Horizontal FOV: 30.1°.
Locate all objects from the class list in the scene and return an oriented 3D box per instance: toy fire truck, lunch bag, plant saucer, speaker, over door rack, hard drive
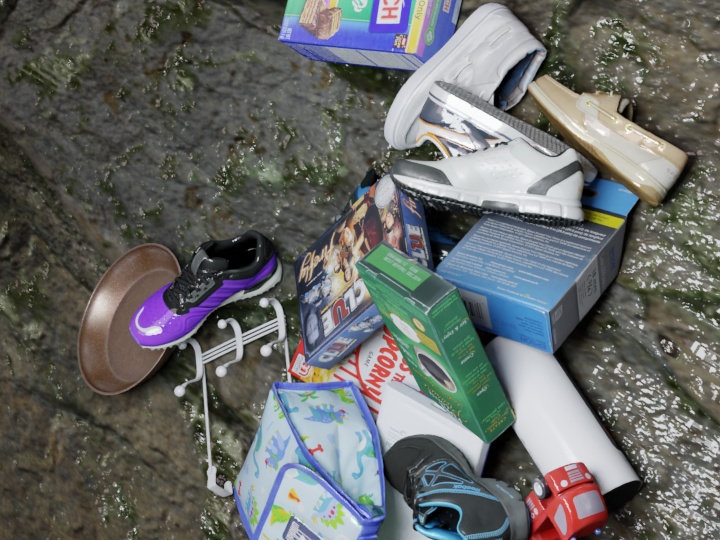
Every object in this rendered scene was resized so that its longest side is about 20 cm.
[{"bbox_3d":[0.190,0.290,1.287,0.141,0.049,0.200,61,146,27],"label":"toy fire truck"},{"bbox_3d":[-0.047,0.243,1.418,0.200,0.127,0.170,60,140,41],"label":"lunch bag"},{"bbox_3d":[-0.280,0.065,1.690,0.200,0.037,0.201,-22,55,35],"label":"plant saucer"},{"bbox_3d":[0.197,0.155,1.351,0.081,0.081,0.200,-42,60,19],"label":"speaker"},{"bbox_3d":[-0.142,0.148,1.583,0.147,0.067,0.201,-26,67,28],"label":"over door rack"},{"bbox_3d":[0.060,0.234,1.419,0.132,0.025,0.201,27,114,34],"label":"hard drive"}]

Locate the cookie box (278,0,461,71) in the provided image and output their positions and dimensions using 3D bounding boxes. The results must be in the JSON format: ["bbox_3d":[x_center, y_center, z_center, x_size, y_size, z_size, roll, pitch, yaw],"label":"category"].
[{"bbox_3d":[0.019,-0.330,1.571,0.199,0.075,0.172,11,86,34],"label":"cookie box"}]

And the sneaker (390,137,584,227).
[{"bbox_3d":[0.130,-0.096,1.356,0.199,0.074,0.080,8,85,4],"label":"sneaker"}]

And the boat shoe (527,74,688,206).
[{"bbox_3d":[0.257,-0.148,1.386,0.069,0.074,0.200,-46,60,3],"label":"boat shoe"}]

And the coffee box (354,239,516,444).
[{"bbox_3d":[0.075,0.071,1.314,0.044,0.200,0.123,-39,40,-14],"label":"coffee box"}]

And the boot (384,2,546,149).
[{"bbox_3d":[0.115,-0.195,1.480,0.200,0.073,0.096,-51,53,14],"label":"boot"}]

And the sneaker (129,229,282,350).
[{"bbox_3d":[-0.189,0.012,1.570,0.200,0.100,0.070,-32,64,-13],"label":"sneaker"}]

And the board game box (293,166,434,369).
[{"bbox_3d":[0.000,0.000,1.435,0.200,0.034,0.136,-43,44,41],"label":"board game box"}]

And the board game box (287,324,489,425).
[{"bbox_3d":[0.030,0.089,1.494,0.200,0.046,0.152,27,96,34],"label":"board game box"}]

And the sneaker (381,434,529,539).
[{"bbox_3d":[0.075,0.217,1.318,0.200,0.082,0.074,20,117,52],"label":"sneaker"}]

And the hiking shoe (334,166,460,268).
[{"bbox_3d":[0.053,-0.055,1.485,0.200,0.074,0.087,25,91,41],"label":"hiking shoe"}]

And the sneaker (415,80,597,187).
[{"bbox_3d":[0.151,-0.123,1.424,0.200,0.078,0.080,30,109,16],"label":"sneaker"}]

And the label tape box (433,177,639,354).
[{"bbox_3d":[0.188,-0.017,1.387,0.144,0.063,0.200,19,50,35],"label":"label tape box"}]
